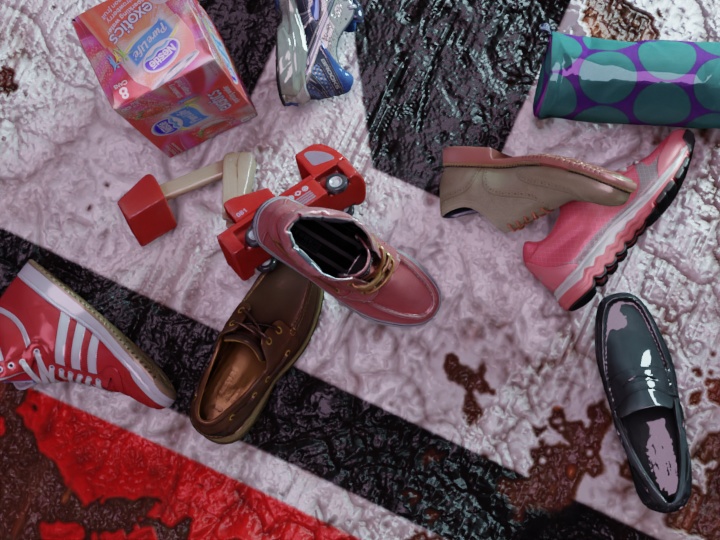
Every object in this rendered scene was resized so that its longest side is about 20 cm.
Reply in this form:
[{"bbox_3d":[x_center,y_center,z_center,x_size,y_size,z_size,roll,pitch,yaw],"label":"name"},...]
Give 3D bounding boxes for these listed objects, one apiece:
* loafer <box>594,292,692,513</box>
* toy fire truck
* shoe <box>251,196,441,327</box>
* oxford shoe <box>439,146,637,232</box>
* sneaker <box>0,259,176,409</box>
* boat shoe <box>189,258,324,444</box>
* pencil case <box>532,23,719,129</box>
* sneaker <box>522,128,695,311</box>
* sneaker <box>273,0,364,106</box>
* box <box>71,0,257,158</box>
[{"bbox_3d":[0.255,0.116,1.273,0.068,0.070,0.201,-13,81,4],"label":"loafer"},{"bbox_3d":[-0.110,-0.066,1.337,0.200,0.049,0.141,-34,56,-13],"label":"toy fire truck"},{"bbox_3d":[0.000,0.000,1.265,0.200,0.091,0.072,30,87,-22],"label":"shoe"},{"bbox_3d":[0.157,-0.067,1.284,0.199,0.071,0.074,9,88,43],"label":"oxford shoe"},{"bbox_3d":[-0.272,0.091,1.333,0.200,0.071,0.113,38,84,17],"label":"sneaker"},{"bbox_3d":[-0.094,0.066,1.316,0.072,0.068,0.201,27,82,12],"label":"boat shoe"},{"bbox_3d":[0.260,-0.175,1.303,0.199,0.093,0.085,4,122,6],"label":"pencil case"},{"bbox_3d":[0.225,-0.062,1.299,0.087,0.074,0.200,39,87,14],"label":"sneaker"},{"bbox_3d":[-0.041,-0.257,1.361,0.085,0.077,0.201,-2,90,-4],"label":"sneaker"},{"bbox_3d":[-0.172,-0.182,1.292,0.102,0.200,0.095,-25,80,2],"label":"box"}]
